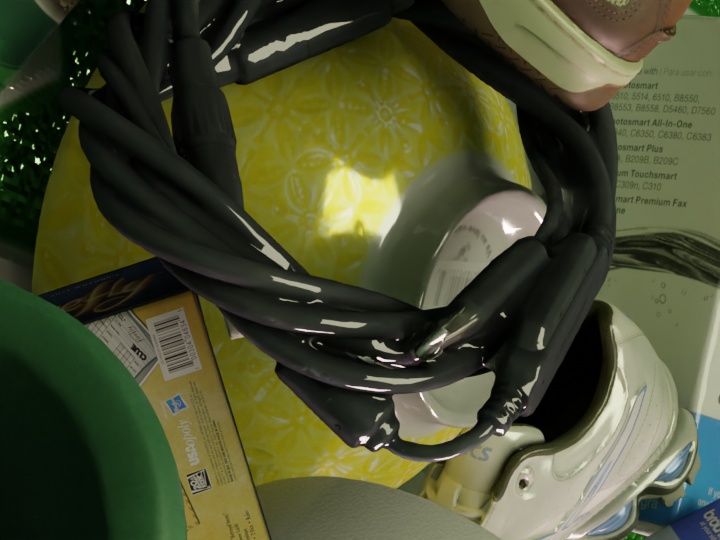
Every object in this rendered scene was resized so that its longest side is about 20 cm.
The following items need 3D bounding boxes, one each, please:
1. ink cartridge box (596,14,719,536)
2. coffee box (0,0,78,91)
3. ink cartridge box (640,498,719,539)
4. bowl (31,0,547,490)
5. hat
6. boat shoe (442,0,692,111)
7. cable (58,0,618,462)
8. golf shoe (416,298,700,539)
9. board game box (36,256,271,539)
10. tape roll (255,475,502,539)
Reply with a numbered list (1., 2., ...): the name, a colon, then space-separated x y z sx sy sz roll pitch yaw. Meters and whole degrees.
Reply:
1. ink cartridge box: 0.157 0.012 1.118 0.146 0.084 0.201 18 83 -42
2. coffee box: -0.151 -0.081 0.784 0.200 0.044 0.123 -54 131 -41
3. ink cartridge box: 0.102 0.164 1.044 0.120 0.199 0.042 64 0 -32
4. bowl: 0.000 0.000 0.911 0.200 0.107 0.201 -25 123 -46
5. hat: -0.131 0.117 0.768 0.200 0.166 0.176 -35 157 -10
6. boat shoe: 0.020 -0.133 0.791 0.202 0.075 0.075 36 25 -26
7. cable: 0.001 -0.035 0.819 0.051 0.163 0.200 -60 179 41
8. golf shoe: 0.035 0.090 0.986 0.200 0.078 0.097 -49 143 -20
9. board game box: -0.086 0.109 0.810 0.035 0.135 0.201 -121 -165 -68
10. tape roll: 0.011 0.157 0.881 0.037 0.202 0.204 -43 124 -43
